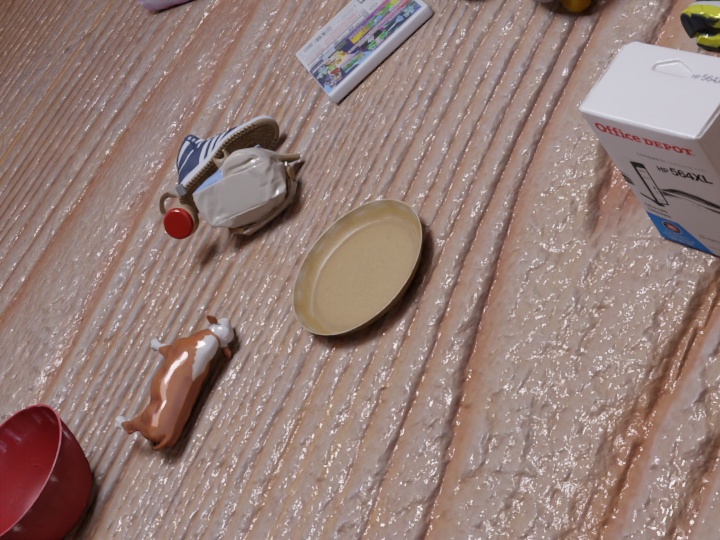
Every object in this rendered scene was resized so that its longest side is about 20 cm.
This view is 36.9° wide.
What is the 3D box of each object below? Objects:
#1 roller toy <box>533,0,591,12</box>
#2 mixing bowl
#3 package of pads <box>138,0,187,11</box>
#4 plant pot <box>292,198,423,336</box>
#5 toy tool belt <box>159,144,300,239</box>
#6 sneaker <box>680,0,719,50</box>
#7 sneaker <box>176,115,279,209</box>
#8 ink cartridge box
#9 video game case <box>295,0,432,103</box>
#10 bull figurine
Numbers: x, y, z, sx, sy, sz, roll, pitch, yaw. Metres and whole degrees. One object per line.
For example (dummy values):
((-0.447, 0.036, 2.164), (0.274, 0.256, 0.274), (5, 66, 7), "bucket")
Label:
((0.234, -0.442, 1.372), (0.139, 0.201, 0.183), (-32, 41, -3), "roller toy")
((-0.429, 0.290, 1.429), (0.199, 0.108, 0.202), (-26, 43, 26), "mixing bowl")
((-0.369, -0.610, 2.215), (0.198, 0.076, 0.121), (-4, 52, 42), "package of pads")
((0.000, 0.000, 1.341), (0.199, 0.027, 0.202), (-25, 42, 25), "plant pot")
((-0.183, -0.113, 1.571), (0.198, 0.126, 0.123), (-25, 10, 21), "toy tool belt")
((0.430, -0.279, 1.134), (0.085, 0.074, 0.199), (-53, 37, -9), "sneaker")
((-0.215, -0.193, 1.691), (0.199, 0.070, 0.109), (-39, 39, 16), "sneaker")
((0.310, -0.102, 0.985), (0.085, 0.200, 0.146), (-52, 37, -8), "ink cartridge box")
((0.001, -0.366, 1.676), (0.200, 0.023, 0.183), (-42, 37, 6), "video game case")
((-0.242, 0.141, 1.420), (0.121, 0.065, 0.201), (-5, 51, 46), "bull figurine")
